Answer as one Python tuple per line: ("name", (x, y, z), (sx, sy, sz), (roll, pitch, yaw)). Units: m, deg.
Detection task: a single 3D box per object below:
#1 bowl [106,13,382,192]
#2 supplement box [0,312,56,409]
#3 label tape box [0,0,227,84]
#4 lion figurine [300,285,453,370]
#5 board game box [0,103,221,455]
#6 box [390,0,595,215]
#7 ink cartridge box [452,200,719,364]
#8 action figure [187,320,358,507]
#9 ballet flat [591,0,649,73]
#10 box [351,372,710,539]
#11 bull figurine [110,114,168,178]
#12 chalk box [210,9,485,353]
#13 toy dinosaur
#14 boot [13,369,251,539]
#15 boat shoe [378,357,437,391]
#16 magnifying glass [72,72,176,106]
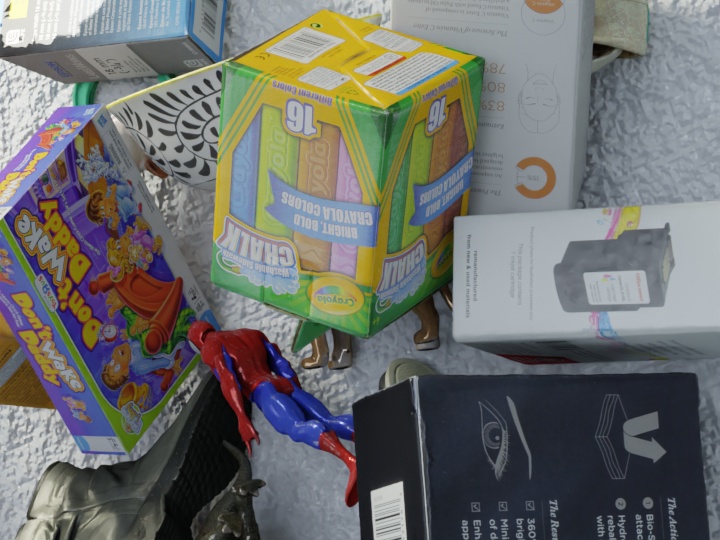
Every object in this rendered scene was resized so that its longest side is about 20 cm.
("bowl", (-0.065, -0.102, 1.549), (0.200, 0.201, 0.095), (-18, 95, 20))
("supplement box", (-0.246, 0.054, 1.584), (0.069, 0.200, 0.067), (-48, 67, 14))
("label tape box", (-0.197, -0.218, 1.671), (0.199, 0.063, 0.145), (-3, 71, 22))
("lion figurine", (0.000, 0.000, 1.542), (0.199, 0.072, 0.123), (-12, 81, 36))
("board game box", (-0.183, 0.007, 1.541), (0.045, 0.201, 0.135), (-1, 38, 35))
("box", (0.087, -0.144, 1.469), (0.124, 0.098, 0.201), (6, 115, 10))
("ink cartridge box", (0.176, 0.010, 1.439), (0.199, 0.146, 0.083), (-3, 80, 22))
("action figure", (-0.053, 0.091, 1.521), (0.200, 0.065, 0.052), (40, 126, 35))
("ballet flat", (0.101, -0.149, 1.542), (0.199, 0.067, 0.063), (-13, 83, 22))
("box", (0.109, 0.169, 1.405), (0.199, 0.117, 0.198), (1, 79, -21))
("bull figurine", (-0.228, -0.031, 1.632), (0.065, 0.121, 0.200), (49, 115, 12))
("chalk box", (-0.011, -0.041, 1.418), (0.123, 0.124, 0.201), (18, 120, 25))
("toy dinosaur", (-0.089, 0.204, 1.499), (0.102, 0.077, 0.201), (-58, 45, 39))
("boot", (-0.165, 0.143, 1.573), (0.130, 0.068, 0.201), (5, 52, 29))
("boat shoe", (0.049, 0.155, 1.515), (0.068, 0.072, 0.201), (-40, 60, 40))
("magnifying glass", (-0.131, -0.103, 1.658), (0.199, 0.022, 0.080), (30, 94, 24))
